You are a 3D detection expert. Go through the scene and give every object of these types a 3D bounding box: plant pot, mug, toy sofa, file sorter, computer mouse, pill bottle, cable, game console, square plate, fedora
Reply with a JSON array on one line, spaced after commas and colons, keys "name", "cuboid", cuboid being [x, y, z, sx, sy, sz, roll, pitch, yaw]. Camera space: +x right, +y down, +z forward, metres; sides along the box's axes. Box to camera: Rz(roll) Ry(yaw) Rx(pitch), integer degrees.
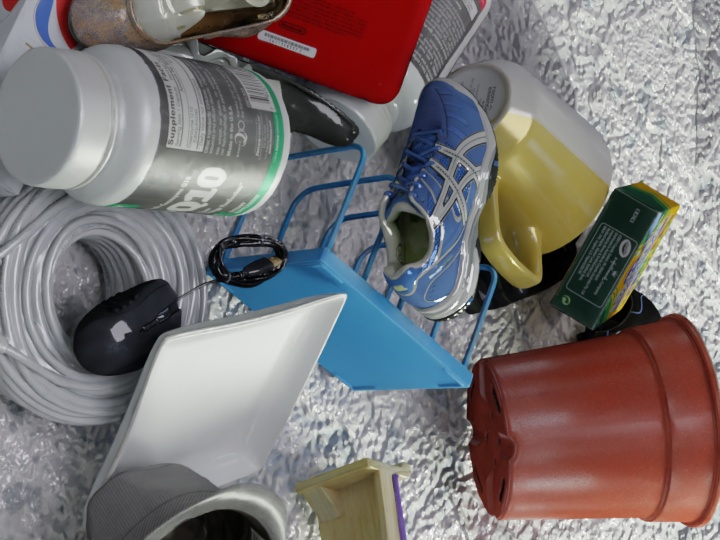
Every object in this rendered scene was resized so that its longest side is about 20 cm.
[{"name": "plant pot", "cuboid": [0.208, 0.147, 1.585, 0.194, 0.201, 0.202, -4, 92, -11]}, {"name": "mug", "cuboid": [0.139, -0.101, 1.536, 0.149, 0.187, 0.153, -40, 139, 6]}, {"name": "toy sofa", "cuboid": [0.016, 0.266, 1.445, 0.097, 0.083, 0.201, 22, 52, -48]}, {"name": "file sorter", "cuboid": [0.000, 0.000, 1.449, 0.200, 0.138, 0.123, 40, 58, -36]}, {"name": "computer mouse", "cuboid": [-0.128, 0.022, 1.281, 0.200, 0.034, 0.059, -31, 109, -33]}, {"name": "pill bottle", "cuboid": [-0.155, -0.100, 1.228, 0.199, 0.113, 0.114, 3, 86, -49]}, {"name": "cable", "cuboid": [-0.209, 0.017, 1.290, 0.200, 0.069, 0.200, 53, 55, -30]}, {"name": "pill bottle", "cuboid": [0.025, -0.192, 1.494, 0.111, 0.110, 0.200, 51, 56, -30]}, {"name": "game console", "cuboid": [-0.038, -0.254, 1.427, 0.199, 0.119, 0.173, 19, 103, -4]}, {"name": "square plate", "cuboid": [-0.118, 0.103, 1.332, 0.198, 0.028, 0.201, -14, 139, -48]}, {"name": "fedora", "cuboid": [-0.148, 0.207, 1.299, 0.177, 0.090, 0.200, -47, 147, 3]}]

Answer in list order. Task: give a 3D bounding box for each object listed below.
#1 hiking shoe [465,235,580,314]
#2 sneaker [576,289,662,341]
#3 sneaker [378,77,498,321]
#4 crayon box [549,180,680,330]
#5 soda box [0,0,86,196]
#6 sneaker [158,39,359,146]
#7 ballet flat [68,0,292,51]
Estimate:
[{"name": "hiking shoe", "cuboid": [0.179, -0.019, 1.646, 0.200, 0.100, 0.076, -41, 117, -37]}, {"name": "sneaker", "cuboid": [0.242, 0.104, 1.735, 0.078, 0.070, 0.200, 42, 60, -19]}, {"name": "sneaker", "cuboid": [0.059, -0.064, 1.368, 0.077, 0.075, 0.201, 24, 62, -48]}, {"name": "crayon box", "cuboid": [0.250, -0.019, 1.653, 0.126, 0.051, 0.200, -62, 168, 13]}, {"name": "soda box", "cuboid": [-0.250, -0.153, 1.253, 0.064, 0.068, 0.201, 37, 64, -37]}, {"name": "sneaker", "cuboid": [-0.102, -0.125, 1.372, 0.199, 0.074, 0.089, 21, 87, -9]}, {"name": "ballet flat", "cuboid": [-0.127, -0.203, 1.286, 0.200, 0.067, 0.068, -20, 99, -46]}]
